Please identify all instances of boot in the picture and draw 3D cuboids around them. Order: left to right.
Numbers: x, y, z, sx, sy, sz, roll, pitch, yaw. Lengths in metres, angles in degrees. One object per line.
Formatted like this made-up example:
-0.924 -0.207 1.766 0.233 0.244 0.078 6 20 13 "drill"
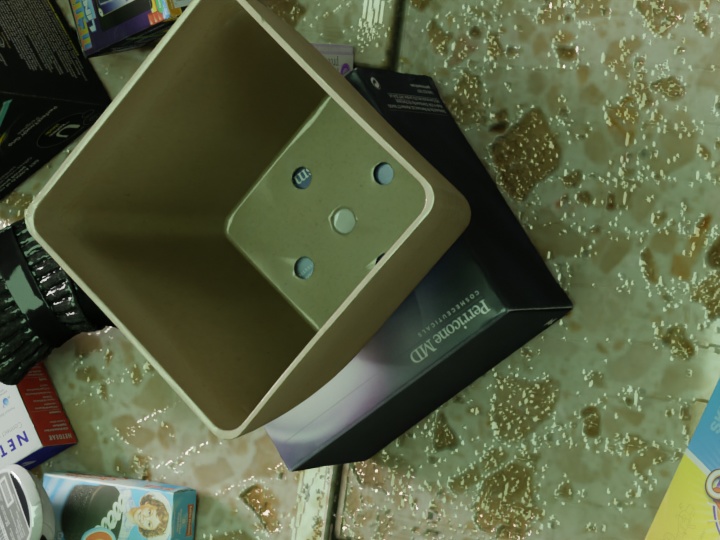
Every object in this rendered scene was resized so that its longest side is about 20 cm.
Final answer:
-0.196 0.038 1.793 0.158 0.079 0.211 -36 63 -5 "boot"

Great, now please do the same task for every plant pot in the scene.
-0.047 -0.035 1.554 0.200 0.177 0.200 45 106 18 "plant pot"

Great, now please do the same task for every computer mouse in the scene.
-0.272 0.210 1.852 0.200 0.044 0.110 -43 60 42 "computer mouse"

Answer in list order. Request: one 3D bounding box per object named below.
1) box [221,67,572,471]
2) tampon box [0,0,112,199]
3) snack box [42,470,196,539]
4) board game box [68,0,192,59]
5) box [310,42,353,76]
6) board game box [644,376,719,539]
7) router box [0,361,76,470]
0.000 0.000 1.698 0.200 0.123 0.199 -38 76 22 "box"
-0.308 -0.133 1.806 0.150 0.200 0.126 -36 75 21 "tampon box"
-0.183 0.253 1.836 0.116 0.037 0.200 5 92 27 "snack box"
-0.168 -0.262 1.757 0.165 0.057 0.200 -10 96 63 "board game box"
-0.066 -0.135 1.685 0.041 0.200 0.039 3 95 27 "box"
0.263 0.170 1.591 0.153 0.040 0.200 32 104 39 "board game box"
-0.335 0.096 1.905 0.200 0.049 0.180 -31 77 23 "router box"
